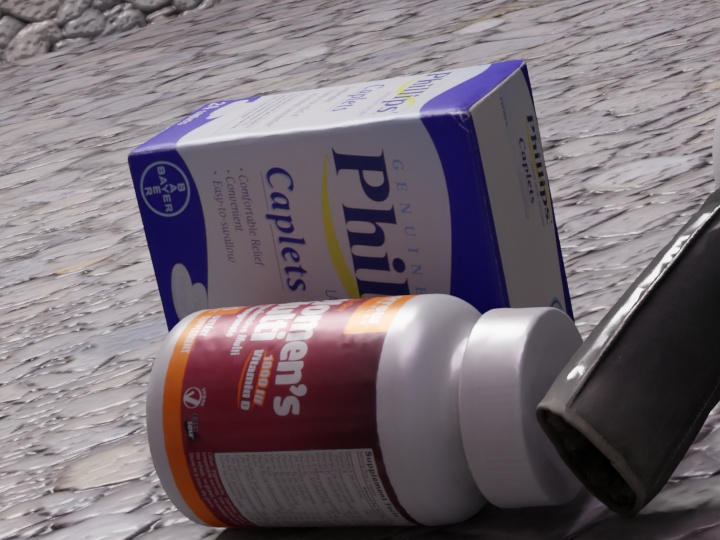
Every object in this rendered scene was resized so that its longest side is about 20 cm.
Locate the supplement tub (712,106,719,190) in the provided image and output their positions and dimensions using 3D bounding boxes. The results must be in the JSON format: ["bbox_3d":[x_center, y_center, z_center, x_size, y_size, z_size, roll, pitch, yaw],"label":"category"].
[{"bbox_3d":[0.302,-0.071,1.192,0.144,0.146,0.199,-22,2,-32],"label":"supplement tub"}]

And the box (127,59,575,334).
[{"bbox_3d":[0.000,0.000,1.174,0.198,0.186,0.105,-6,14,24],"label":"box"}]

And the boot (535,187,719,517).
[{"bbox_3d":[0.173,0.028,1.029,0.072,0.182,0.201,14,69,41],"label":"boot"}]

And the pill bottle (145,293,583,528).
[{"bbox_3d":[0.005,0.068,1.063,0.198,0.111,0.109,-5,16,29],"label":"pill bottle"}]
